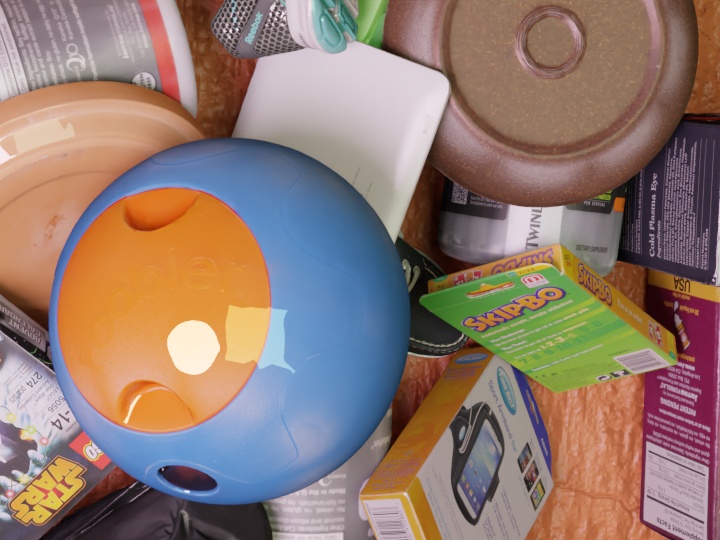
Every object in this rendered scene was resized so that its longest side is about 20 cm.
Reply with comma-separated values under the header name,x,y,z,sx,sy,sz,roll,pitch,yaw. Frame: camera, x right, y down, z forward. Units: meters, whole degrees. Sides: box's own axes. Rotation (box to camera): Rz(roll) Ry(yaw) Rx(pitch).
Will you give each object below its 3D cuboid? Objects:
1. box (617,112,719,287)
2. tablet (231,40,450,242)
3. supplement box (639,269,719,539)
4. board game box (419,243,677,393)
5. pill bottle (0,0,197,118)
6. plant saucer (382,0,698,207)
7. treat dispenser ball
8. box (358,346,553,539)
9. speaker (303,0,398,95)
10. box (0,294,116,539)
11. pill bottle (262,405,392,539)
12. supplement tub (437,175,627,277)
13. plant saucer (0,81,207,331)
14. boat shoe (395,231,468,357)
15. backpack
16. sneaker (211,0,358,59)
name,x,y,z,sx,sy,sz,roll,pitch,yaw
box,0.280,-0.053,1.136,0.199,0.182,0.105,-1,97,-20
tablet,-0.033,-0.045,1.027,0.130,0.014,0.201,23,97,23
supplement box,0.282,0.093,1.197,0.130,0.103,0.201,-3,98,-20
board game box,0.125,0.033,1.094,0.200,0.095,0.030,30,50,-52
pill bottle,-0.206,-0.111,0.986,0.199,0.116,0.117,-18,103,-17
plant saucer,0.114,-0.138,1.021,0.199,0.037,0.202,0,93,-5
treat dispenser ball,-0.071,0.028,0.925,0.200,0.201,0.202,-3,98,-20
box,0.072,0.139,1.109,0.200,0.041,0.120,-51,126,-53
speaker,0.018,-0.187,1.075,0.088,0.088,0.201,25,88,-21
box,-0.243,0.114,0.997,0.137,0.040,0.200,40,110,-20
pill bottle,-0.038,0.161,1.083,0.113,0.114,0.201,-1,98,-20
supplement tub,0.121,-0.101,1.103,0.122,0.122,0.201,5,95,-21
plant saucer,-0.176,-0.027,0.986,0.199,0.032,0.201,-20,146,-14
boat shoe,0.000,0.000,1.105,0.199,0.060,0.076,31,86,-21
backpack,-0.152,0.215,1.008,0.127,0.200,0.167,49,37,-15
sneaker,-0.055,-0.214,1.028,0.078,0.091,0.201,47,36,-50
